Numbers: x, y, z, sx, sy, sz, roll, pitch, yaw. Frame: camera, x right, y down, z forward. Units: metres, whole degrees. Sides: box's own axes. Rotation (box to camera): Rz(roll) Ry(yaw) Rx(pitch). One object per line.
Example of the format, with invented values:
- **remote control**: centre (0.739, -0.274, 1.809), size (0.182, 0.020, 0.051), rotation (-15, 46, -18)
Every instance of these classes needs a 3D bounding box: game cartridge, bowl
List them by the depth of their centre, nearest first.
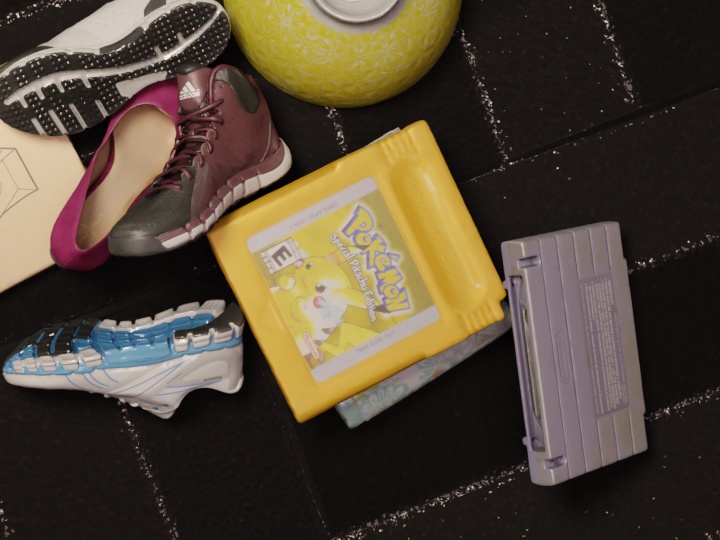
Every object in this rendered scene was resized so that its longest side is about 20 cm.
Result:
- **bowl**: centre (-0.009, -0.232, 1.142), size (0.200, 0.108, 0.201), rotation (0, 93, -7)
- **game cartridge**: centre (0.000, 0.000, 1.149), size (0.200, 0.032, 0.177), rotation (-27, 96, -6)
- **game cartridge**: centre (0.179, 0.066, 1.190), size (0.129, 0.038, 0.200), rotation (-12, 96, -44)

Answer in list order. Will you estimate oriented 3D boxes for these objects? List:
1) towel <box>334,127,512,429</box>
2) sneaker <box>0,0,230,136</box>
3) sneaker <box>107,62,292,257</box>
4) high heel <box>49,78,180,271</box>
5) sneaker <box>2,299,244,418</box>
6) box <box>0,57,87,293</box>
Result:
- **towel**: centre (0.011, 0.006, 1.189), size (0.171, 0.048, 0.200), rotation (-31, 97, -3)
- **sneaker**: centre (-0.203, -0.171, 1.142), size (0.200, 0.080, 0.074), rotation (-22, 128, -6)
- **sneaker**: centre (-0.137, -0.095, 1.101), size (0.076, 0.200, 0.116), rotation (0, 116, 33)
- **high heel**: centre (-0.176, -0.085, 1.124), size (0.067, 0.096, 0.200), rotation (30, 77, -16)
- **sneaker**: centre (-0.188, 0.085, 1.161), size (0.200, 0.075, 0.087), rotation (-6, 117, 2)
- **box**: centre (-0.321, -0.057, 1.158), size (0.200, 0.021, 0.164), rotation (-28, 97, -5)
